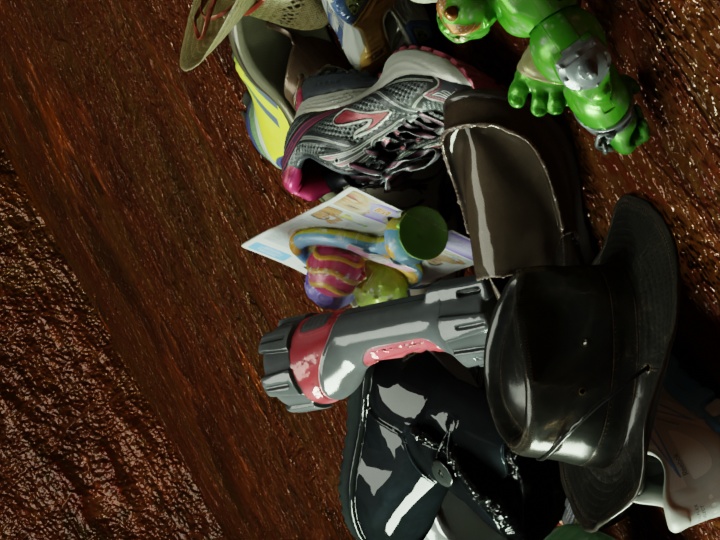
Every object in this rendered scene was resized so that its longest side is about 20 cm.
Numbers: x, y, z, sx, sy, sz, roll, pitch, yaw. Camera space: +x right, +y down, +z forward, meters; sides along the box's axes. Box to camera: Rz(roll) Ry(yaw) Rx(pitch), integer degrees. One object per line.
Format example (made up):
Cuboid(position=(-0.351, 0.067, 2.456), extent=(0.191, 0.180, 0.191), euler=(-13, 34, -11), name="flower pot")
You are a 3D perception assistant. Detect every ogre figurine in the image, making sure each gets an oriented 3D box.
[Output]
Cuboid(position=(0.088, -0.157, 1.406), extent=(0.120, 0.098, 0.200), euler=(29, -133, -82), name="ogre figurine")

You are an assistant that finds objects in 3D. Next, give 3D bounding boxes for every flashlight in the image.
Cuboid(position=(0.024, 0.050, 1.737), extent=(0.200, 0.068, 0.068), euler=(-11, 77, 39), name="flashlight")

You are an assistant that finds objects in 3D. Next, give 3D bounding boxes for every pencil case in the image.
Cuboid(position=(0.022, -0.051, 1.859), extent=(0.078, 0.089, 0.200), euler=(51, 162, 40), name="pencil case")

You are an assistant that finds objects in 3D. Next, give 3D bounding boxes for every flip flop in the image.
Cuboid(position=(-0.032, -0.134, 1.946), extent=(0.058, 0.081, 0.200), euler=(-2, 117, 55), name="flip flop")

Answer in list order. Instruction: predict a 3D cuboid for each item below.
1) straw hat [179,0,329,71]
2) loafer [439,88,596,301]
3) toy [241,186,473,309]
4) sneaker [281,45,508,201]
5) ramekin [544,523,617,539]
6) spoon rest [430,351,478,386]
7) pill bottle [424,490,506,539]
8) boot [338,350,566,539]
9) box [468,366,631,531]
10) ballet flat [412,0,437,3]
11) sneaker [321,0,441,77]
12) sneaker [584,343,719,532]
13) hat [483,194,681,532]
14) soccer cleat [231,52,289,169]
Cuboid(position=(-0.046, -0.211, 1.794), extent=(0.085, 0.201, 0.201), euler=(22, 175, -14), name="straw hat")
Cuboid(position=(0.101, -0.026, 1.607), extent=(0.073, 0.071, 0.200), euler=(-6, 131, 28), name="loafer")
Cuboid(position=(0.000, 0.000, 1.773), extent=(0.115, 0.047, 0.200), euler=(23, 159, -18), name="toy")
Cuboid(position=(0.025, -0.089, 1.679), extent=(0.081, 0.075, 0.200), euler=(31, 156, -28), name="sneaker")
Cuboid(position=(0.172, 0.269, 1.811), extent=(0.200, 0.098, 0.200), euler=(40, 162, 16), name="ramekin")
Cuboid(position=(0.065, 0.077, 1.937), extent=(0.099, 0.061, 0.200), euler=(51, 178, -18), name="spoon rest")
Cuboid(position=(0.086, 0.181, 2.017), extent=(0.116, 0.116, 0.200), euler=(62, 167, 3), name="pill bottle")
Cuboid(position=(0.064, 0.152, 1.813), extent=(0.168, 0.076, 0.200), euler=(35, 138, 39), name="boot")
Cuboid(position=(0.135, 0.087, 1.789), extent=(0.161, 0.049, 0.200), euler=(60, 167, 18), name="box")
Cuboid(position=(0.017, -0.257, 1.568), extent=(0.062, 0.067, 0.200), euler=(-15, 107, 48), name="ballet flat")
Cuboid(position=(-0.004, -0.198, 1.695), extent=(0.088, 0.075, 0.200), euler=(54, 164, 33), name="sneaker")
Cuboid(position=(0.168, 0.094, 1.599), extent=(0.200, 0.087, 0.075), euler=(45, 160, 56), name="sneaker")
Cuboid(position=(0.117, 0.050, 1.533), extent=(0.201, 0.081, 0.201), euler=(-171, 90, -78), name="hat")
Cuboid(position=(-0.055, -0.137, 2.050), extent=(0.084, 0.065, 0.200), euler=(51, 167, 16), name="soccer cleat")
